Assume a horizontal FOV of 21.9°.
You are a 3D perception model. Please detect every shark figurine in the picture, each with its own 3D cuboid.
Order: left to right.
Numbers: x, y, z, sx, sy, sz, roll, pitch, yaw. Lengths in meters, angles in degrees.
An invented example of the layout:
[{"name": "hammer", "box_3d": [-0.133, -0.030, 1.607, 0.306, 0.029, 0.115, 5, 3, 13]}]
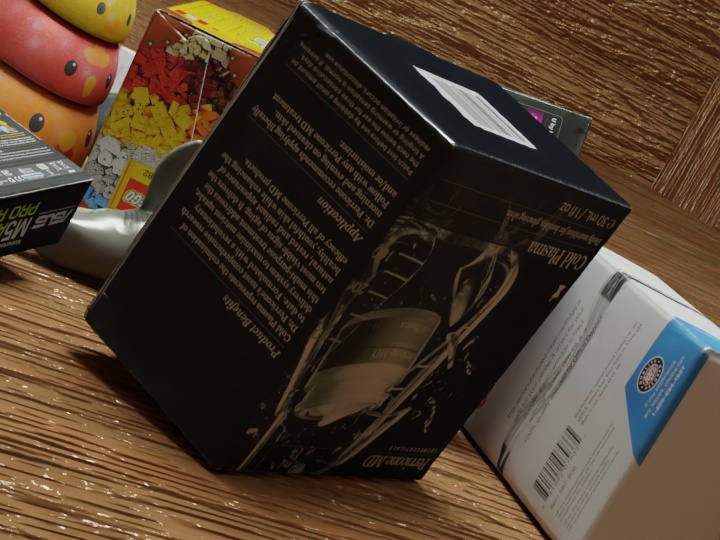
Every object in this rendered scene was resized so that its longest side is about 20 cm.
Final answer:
[{"name": "shark figurine", "box_3d": [-0.068, -0.024, 1.059, 0.128, 0.214, 0.090, 58, 6, -50]}]

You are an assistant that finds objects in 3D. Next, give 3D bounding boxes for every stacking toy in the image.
[{"name": "stacking toy", "box_3d": [-0.193, -0.165, 1.184, 0.146, 0.200, 0.146, 33, 16, -11]}]

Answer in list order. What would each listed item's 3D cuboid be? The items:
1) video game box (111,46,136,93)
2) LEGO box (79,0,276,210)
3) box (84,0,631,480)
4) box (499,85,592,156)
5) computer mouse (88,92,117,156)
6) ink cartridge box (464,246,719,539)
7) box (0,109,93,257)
[{"name": "video game box", "box_3d": [-0.125, -0.123, 1.548, 0.182, 0.047, 0.200, 26, 2, -6]}, {"name": "LEGO box", "box_3d": [-0.113, -0.092, 1.214, 0.077, 0.149, 0.200, 26, 10, -1]}, {"name": "box", "box_3d": [0.002, -0.006, 0.952, 0.124, 0.197, 0.200, 47, 18, 28]}, {"name": "box", "box_3d": [0.037, -0.083, 1.317, 0.200, 0.125, 0.149, 17, 2, -11]}, {"name": "computer mouse", "box_3d": [-0.138, -0.084, 1.379, 0.200, 0.053, 0.139, 26, 12, -16]}, {"name": "ink cartridge box", "box_3d": [0.155, 0.082, 1.118, 0.084, 0.145, 0.200, 26, 11, -25]}, {"name": "box", "box_3d": [-0.248, -0.063, 0.920, 0.160, 0.044, 0.200, 35, 19, 13]}]
